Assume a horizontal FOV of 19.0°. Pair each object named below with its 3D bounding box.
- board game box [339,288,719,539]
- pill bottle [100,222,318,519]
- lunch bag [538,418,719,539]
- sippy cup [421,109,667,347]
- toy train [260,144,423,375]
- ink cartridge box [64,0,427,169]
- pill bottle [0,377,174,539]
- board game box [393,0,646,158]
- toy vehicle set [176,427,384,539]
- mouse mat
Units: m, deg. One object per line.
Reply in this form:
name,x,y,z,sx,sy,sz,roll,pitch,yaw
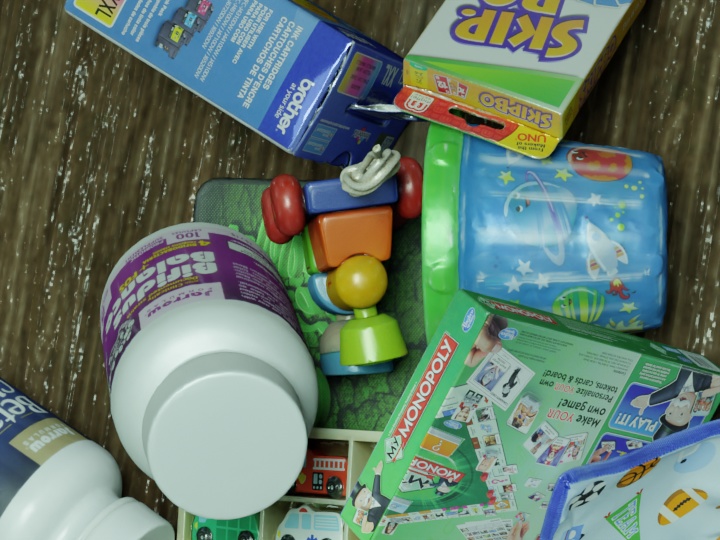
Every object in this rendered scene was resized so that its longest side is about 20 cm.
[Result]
board game box,0.096,0.091,1.119,0.029,0.199,0.135,41,108,45
pill bottle,-0.083,0.055,1.169,0.112,0.200,0.113,-3,110,-9
lunch bag,0.204,0.162,1.044,0.199,0.124,0.170,-25,119,38
sippy cup,0.103,-0.016,1.180,0.129,0.140,0.179,1,113,8
toy train,0.000,0.000,1.166,0.084,0.200,0.116,-9,88,-7
ink cartridge box,-0.050,-0.122,1.231,0.200,0.136,0.077,35,99,18
pill bottle,-0.211,0.130,1.264,0.199,0.111,0.111,31,93,18
board game box,0.102,-0.147,1.189,0.095,0.030,0.200,20,57,19
toy vehicle set,-0.024,0.151,1.203,0.199,0.026,0.125,-1,85,40
mouse mat,-0.031,0.045,1.273,0.160,0.008,0.201,2,83,18
